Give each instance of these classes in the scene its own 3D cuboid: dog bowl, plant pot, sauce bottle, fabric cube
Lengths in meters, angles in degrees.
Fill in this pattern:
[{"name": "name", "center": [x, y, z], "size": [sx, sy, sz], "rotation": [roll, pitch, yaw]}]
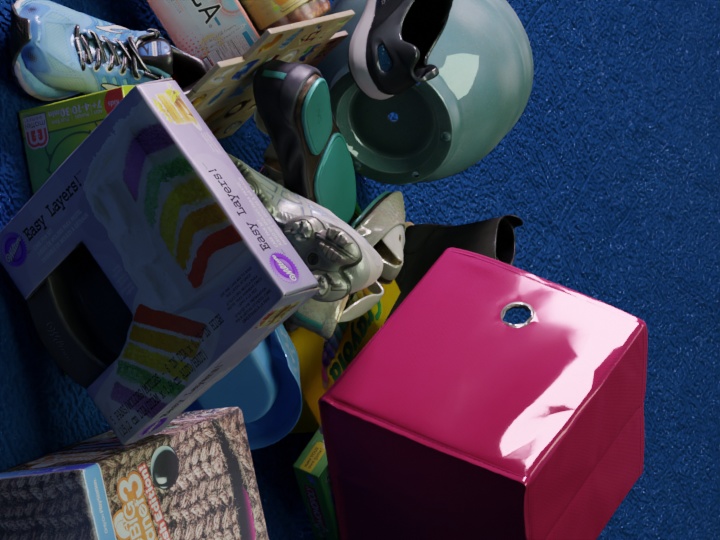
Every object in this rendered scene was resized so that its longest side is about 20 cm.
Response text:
[{"name": "dog bowl", "center": [-0.116, 0.049, 1.596], "size": [0.050, 0.111, 0.200], "rotation": [-74, 142, -57]}, {"name": "plant pot", "center": [0.041, -0.158, 1.798], "size": [0.201, 0.200, 0.134], "rotation": [66, 28, -23]}, {"name": "sauce bottle", "center": [-0.101, -0.277, 1.636], "size": [0.200, 0.066, 0.066], "rotation": [56, 36, -10]}, {"name": "fabric cube", "center": [0.105, 0.137, 1.683], "size": [0.199, 0.196, 0.200], "rotation": [-48, 147, -35]}]

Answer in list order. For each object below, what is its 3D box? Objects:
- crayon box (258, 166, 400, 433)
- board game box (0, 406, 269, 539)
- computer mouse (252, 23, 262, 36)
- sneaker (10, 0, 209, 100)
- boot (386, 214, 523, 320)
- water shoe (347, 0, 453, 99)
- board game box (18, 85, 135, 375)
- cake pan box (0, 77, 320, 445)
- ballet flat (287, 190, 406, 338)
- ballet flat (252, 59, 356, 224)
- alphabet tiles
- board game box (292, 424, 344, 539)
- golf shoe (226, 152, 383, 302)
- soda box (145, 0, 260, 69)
[{"name": "crayon box", "center": [-0.052, 0.012, 1.750], "size": [0.173, 0.058, 0.200], "rotation": [62, 36, -27]}, {"name": "board game box", "center": [-0.163, 0.201, 1.482], "size": [0.200, 0.097, 0.160], "rotation": [-19, 98, -59]}, {"name": "computer mouse", "center": [-0.128, -0.268, 1.684], "size": [0.140, 0.046, 0.201], "rotation": [3, 98, -29]}, {"name": "sneaker", "center": [-0.188, -0.167, 1.548], "size": [0.200, 0.090, 0.079], "rotation": [11, 73, -57]}, {"name": "boot", "center": [0.069, 0.033, 1.864], "size": [0.077, 0.138, 0.200], "rotation": [42, 49, -46]}, {"name": "water shoe", "center": [0.048, -0.232, 1.696], "size": [0.071, 0.079, 0.201], "rotation": [36, 55, -45]}, {"name": "board game box", "center": [-0.184, -0.029, 1.506], "size": [0.048, 0.101, 0.201], "rotation": [-10, 90, -59]}, {"name": "cake pan box", "center": [-0.150, -0.003, 1.421], "size": [0.052, 0.200, 0.184], "rotation": [-16, 69, -56]}, {"name": "ballet flat", "center": [0.000, 0.000, 1.713], "size": [0.200, 0.062, 0.068], "rotation": [-45, 163, -47]}, {"name": "ballet flat", "center": [-0.050, -0.104, 1.661], "size": [0.200, 0.073, 0.073], "rotation": [74, 23, -57]}, {"name": "alphabet tiles", "center": [-0.091, -0.149, 1.644], "size": [0.006, 0.166, 0.200], "rotation": [53, 31, 7]}, {"name": "board game box", "center": [0.015, 0.137, 1.762], "size": [0.200, 0.029, 0.135], "rotation": [-54, 149, -30]}, {"name": "golf shoe", "center": [-0.070, -0.035, 1.637], "size": [0.078, 0.200, 0.097], "rotation": [-61, 157, 13]}, {"name": "soda box", "center": [-0.150, -0.239, 1.622], "size": [0.200, 0.063, 0.068], "rotation": [58, -2, -27]}]
